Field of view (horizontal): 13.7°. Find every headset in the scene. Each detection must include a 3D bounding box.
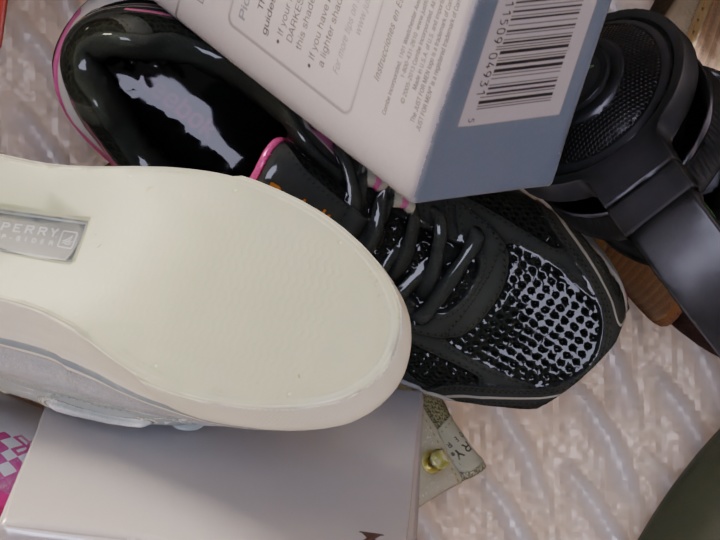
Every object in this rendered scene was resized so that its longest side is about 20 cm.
[{"bbox_3d":[0.098,-0.048,0.919,0.094,0.123,0.200,-38,67,12],"label":"headset"}]

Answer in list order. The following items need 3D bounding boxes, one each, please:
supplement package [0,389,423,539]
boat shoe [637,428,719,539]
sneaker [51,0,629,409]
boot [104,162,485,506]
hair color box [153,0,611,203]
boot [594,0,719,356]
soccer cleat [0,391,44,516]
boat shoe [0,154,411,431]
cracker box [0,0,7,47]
[{"bbox_3d":[-0.049,0.143,0.938,0.121,0.120,0.200,7,114,1],"label":"supplement package"},{"bbox_3d":[0.117,0.125,0.994,0.066,0.075,0.200,31,95,-13],"label":"boat shoe"},{"bbox_3d":[-0.013,-0.017,0.922,0.200,0.086,0.080,27,97,1],"label":"sneaker"},{"bbox_3d":[0.000,0.000,0.999,0.200,0.072,0.155,-36,89,5],"label":"boot"},{"bbox_3d":[-0.014,-0.112,0.889,0.200,0.061,0.099,39,123,37],"label":"hair color box"},{"bbox_3d":[0.174,-0.053,1.009,0.166,0.072,0.200,31,92,-7],"label":"boot"},{"bbox_3d":[-0.174,0.038,0.999,0.200,0.070,0.087,6,89,0],"label":"soccer cleat"},{"bbox_3d":[-0.067,0.011,0.891,0.201,0.072,0.070,13,67,28],"label":"boat shoe"},{"bbox_3d":[-0.202,-0.143,0.920,0.200,0.058,0.134,2,117,-16],"label":"cracker box"}]
